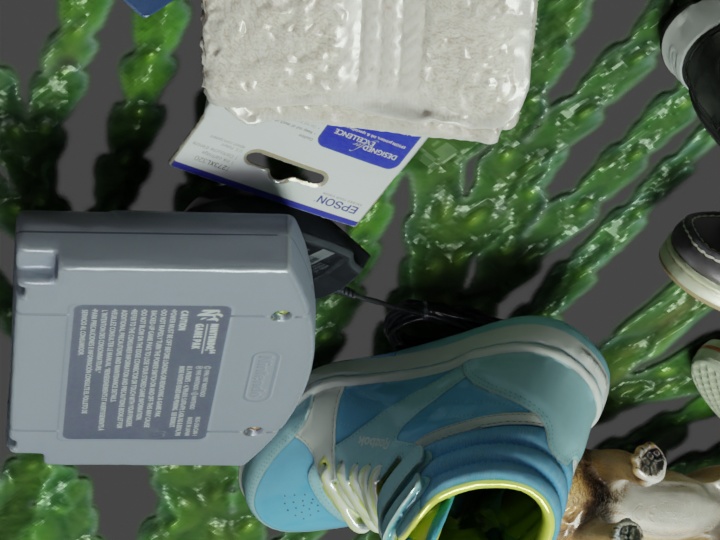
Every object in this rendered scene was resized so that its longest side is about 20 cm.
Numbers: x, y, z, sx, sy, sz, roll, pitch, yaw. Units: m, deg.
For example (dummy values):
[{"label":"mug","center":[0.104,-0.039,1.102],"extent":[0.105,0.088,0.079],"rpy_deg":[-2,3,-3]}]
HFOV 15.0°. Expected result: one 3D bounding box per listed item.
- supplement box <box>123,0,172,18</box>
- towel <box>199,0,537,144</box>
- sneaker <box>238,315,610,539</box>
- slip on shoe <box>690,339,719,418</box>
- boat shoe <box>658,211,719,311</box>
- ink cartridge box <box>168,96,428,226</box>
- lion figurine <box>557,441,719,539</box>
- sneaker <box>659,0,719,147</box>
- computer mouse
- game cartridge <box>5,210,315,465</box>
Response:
[{"label":"supplement box","center":[-0.083,-0.228,0.822],"extent":[0.134,0.201,0.200],"rpy_deg":[-30,135,20]},{"label":"towel","center":[0.002,-0.137,1.018],"extent":[0.131,0.035,0.201],"rpy_deg":[5,127,8]},{"label":"sneaker","center":[0.013,0.101,1.228],"extent":[0.199,0.131,0.080],"rpy_deg":[-24,121,33]},{"label":"slip on shoe","center":[0.246,0.074,1.328],"extent":[0.199,0.062,0.074],"rpy_deg":[24,167,-18]},{"label":"boat shoe","center":[0.232,-0.009,1.226],"extent":[0.198,0.072,0.065],"rpy_deg":[8,122,-13]},{"label":"ink cartridge box","center":[0.009,-0.103,1.101],"extent":[0.094,0.037,0.200],"rpy_deg":[18,129,-27]},{"label":"lion figurine","center":[0.141,0.111,1.312],"extent":[0.199,0.073,0.122],"rpy_deg":[16,171,-23]},{"label":"sneaker","center":[0.227,-0.087,1.119],"extent":[0.199,0.091,0.067],"rpy_deg":[-14,139,5]},{"label":"computer mouse","center":[0.000,0.000,1.220],"extent":[0.058,0.034,0.199],"rpy_deg":[-24,146,37]},{"label":"game cartridge","center":[-0.087,0.031,1.196],"extent":[0.132,0.041,0.200],"rpy_deg":[5,152,-7]}]
